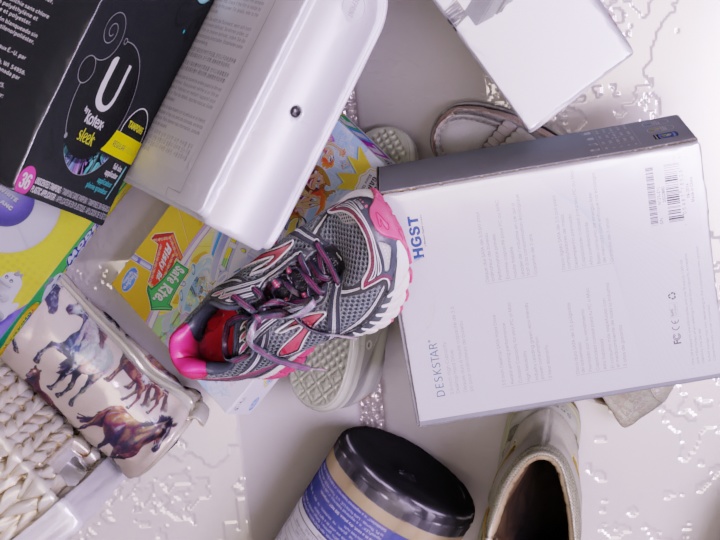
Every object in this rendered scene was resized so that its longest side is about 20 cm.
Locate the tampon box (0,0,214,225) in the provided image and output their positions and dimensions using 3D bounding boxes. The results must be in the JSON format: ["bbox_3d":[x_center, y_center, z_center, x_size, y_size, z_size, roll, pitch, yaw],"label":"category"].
[{"bbox_3d":[-0.188,-0.153,1.025,0.125,0.150,0.201,26,90,14],"label":"tampon box"}]

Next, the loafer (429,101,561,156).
[{"bbox_3d":[0.133,-0.045,1.129,0.199,0.063,0.072,35,104,-2],"label":"loafer"}]

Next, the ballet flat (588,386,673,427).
[{"bbox_3d":[0.126,0.037,1.149,0.199,0.068,0.062,39,113,-2],"label":"ballet flat"}]

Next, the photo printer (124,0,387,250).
[{"bbox_3d":[-0.068,-0.126,1.075,0.069,0.166,0.202,27,88,-32],"label":"photo printer"}]

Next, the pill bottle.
[{"bbox_3d":[-0.014,0.219,1.179,0.111,0.112,0.201,31,104,-1],"label":"pill bottle"}]

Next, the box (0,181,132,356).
[{"bbox_3d":[-0.235,-0.049,1.133,0.117,0.048,0.201,35,65,-1],"label":"box"}]

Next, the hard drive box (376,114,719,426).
[{"bbox_3d":[0.119,-0.001,1.058,0.198,0.077,0.158,-9,107,3],"label":"hard drive box"}]

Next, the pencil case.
[{"bbox_3d":[-0.198,0.056,1.182,0.200,0.078,0.089,44,129,-3],"label":"pencil case"}]

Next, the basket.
[{"bbox_3d":[-0.285,0.173,1.190,0.200,0.136,0.124,-41,93,13],"label":"basket"}]

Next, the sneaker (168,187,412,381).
[{"bbox_3d":[-0.042,0.020,1.035,0.200,0.074,0.081,-40,68,41],"label":"sneaker"}]

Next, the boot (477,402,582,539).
[{"bbox_3d":[0.113,0.196,1.136,0.071,0.155,0.202,7,103,5],"label":"boot"}]

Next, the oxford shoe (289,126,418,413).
[{"bbox_3d":[0.000,0.000,1.162,0.075,0.058,0.202,13,90,34],"label":"oxford shoe"}]

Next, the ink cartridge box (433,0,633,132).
[{"bbox_3d":[0.081,-0.199,1.060,0.083,0.145,0.201,-35,96,12],"label":"ink cartridge box"}]

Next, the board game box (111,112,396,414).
[{"bbox_3d":[-0.066,-0.021,1.146,0.134,0.034,0.201,44,105,23],"label":"board game box"}]
